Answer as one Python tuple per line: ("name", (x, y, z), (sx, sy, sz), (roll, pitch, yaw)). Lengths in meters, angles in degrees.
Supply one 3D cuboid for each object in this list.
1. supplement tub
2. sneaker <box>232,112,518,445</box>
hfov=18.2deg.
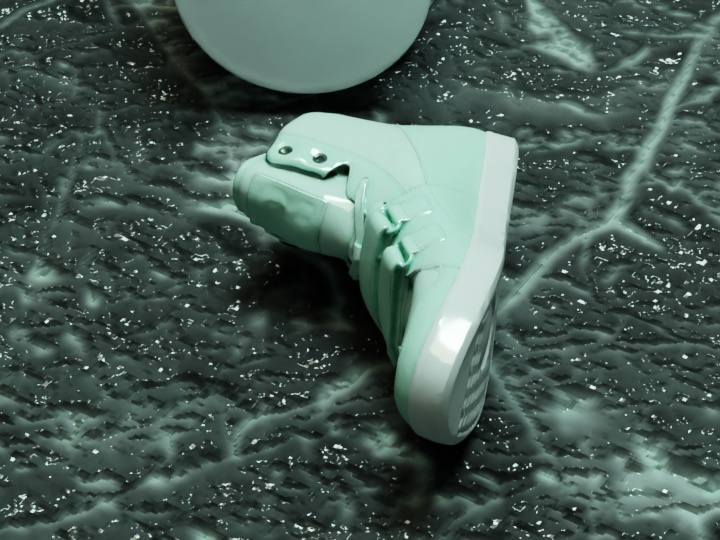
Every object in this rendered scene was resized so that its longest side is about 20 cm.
("supplement tub", (-0.022, -0.194, 1.103), (0.143, 0.146, 0.201), (1, 39, 3))
("sneaker", (0.000, 0.000, 0.918), (0.117, 0.074, 0.201), (8, 30, 2))
